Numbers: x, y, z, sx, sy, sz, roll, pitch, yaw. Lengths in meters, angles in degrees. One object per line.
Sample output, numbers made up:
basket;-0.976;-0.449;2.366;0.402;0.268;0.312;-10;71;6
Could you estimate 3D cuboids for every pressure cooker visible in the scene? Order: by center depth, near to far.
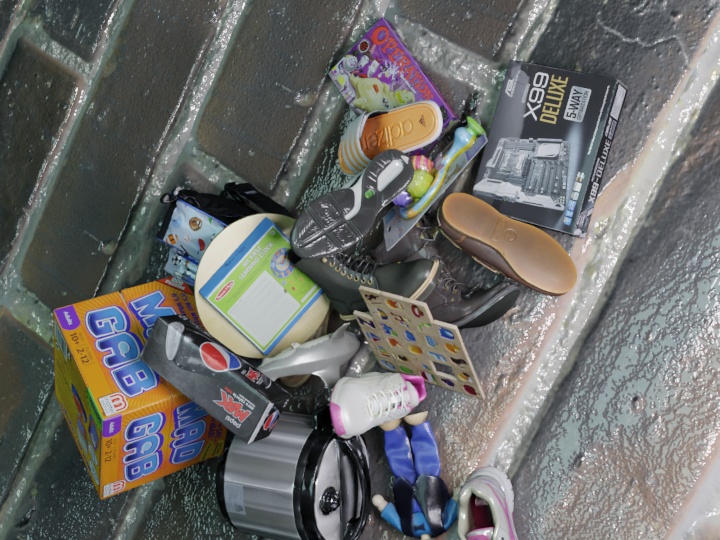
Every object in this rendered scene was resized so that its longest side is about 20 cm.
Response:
pressure cooker;-0.075;0.286;1.418;0.197;0.177;0.181;3;55;29

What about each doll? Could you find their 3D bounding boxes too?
doll;0.074;0.298;1.404;0.135;0.048;0.203;-16;82;23

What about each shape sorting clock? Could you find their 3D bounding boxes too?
shape sorting clock;-0.132;0.021;1.440;0.039;0.198;0.203;32;102;63

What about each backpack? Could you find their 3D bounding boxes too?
backpack;-0.184;-0.035;1.529;0.188;0.199;0.157;20;104;20

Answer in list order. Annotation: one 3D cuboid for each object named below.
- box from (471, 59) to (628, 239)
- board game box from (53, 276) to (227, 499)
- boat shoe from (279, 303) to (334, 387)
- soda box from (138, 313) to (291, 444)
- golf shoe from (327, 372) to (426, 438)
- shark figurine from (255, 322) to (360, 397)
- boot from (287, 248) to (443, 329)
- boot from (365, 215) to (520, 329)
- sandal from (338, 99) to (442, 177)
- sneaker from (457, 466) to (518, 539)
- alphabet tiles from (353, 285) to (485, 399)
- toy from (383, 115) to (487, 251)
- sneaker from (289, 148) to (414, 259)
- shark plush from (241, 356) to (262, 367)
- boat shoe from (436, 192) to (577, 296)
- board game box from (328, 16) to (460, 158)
box;0.242;-0.159;1.354;0.156;0.050;0.203;19;95;32
board game box;-0.318;0.167;1.518;0.201;0.197;0.201;55;146;31
boat shoe;-0.084;0.072;1.519;0.071;0.064;0.203;23;96;31
soda box;-0.192;0.139;1.370;0.199;0.063;0.071;34;104;18
golf shoe;0.023;0.167;1.367;0.090;0.200;0.077;-11;93;23
shark figurine;-0.074;0.139;1.406;0.091;0.212;0.128;67;157;8
boot;0.000;0.000;1.364;0.199;0.138;0.078;-27;27;45
boot;0.104;0.003;1.409;0.198;0.069;0.177;-28;71;28
sandal;0.024;-0.189;1.444;0.205;0.059;0.081;-19;81;46
sneaker;0.165;0.352;1.318;0.081;0.088;0.203;-27;71;26
alphabet tiles;0.068;0.092;1.360;0.165;0.201;0.008;15;59;32
toy;0.087;-0.131;1.413;0.047;0.116;0.200;40;108;-17
sneaker;-0.019;-0.072;1.378;0.200;0.115;0.076;-39;90;-20
shark plush;-0.186;0.174;1.552;0.201;0.090;0.084;-51;49;21
boat shoe;0.187;-0.031;1.350;0.199;0.070;0.071;35;72;5
board game box;0.045;-0.251;1.501;0.120;0.032;0.201;-40;65;17
